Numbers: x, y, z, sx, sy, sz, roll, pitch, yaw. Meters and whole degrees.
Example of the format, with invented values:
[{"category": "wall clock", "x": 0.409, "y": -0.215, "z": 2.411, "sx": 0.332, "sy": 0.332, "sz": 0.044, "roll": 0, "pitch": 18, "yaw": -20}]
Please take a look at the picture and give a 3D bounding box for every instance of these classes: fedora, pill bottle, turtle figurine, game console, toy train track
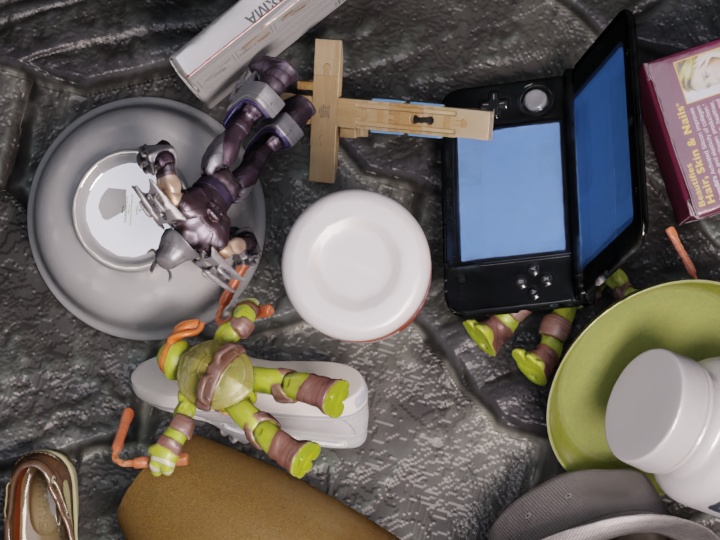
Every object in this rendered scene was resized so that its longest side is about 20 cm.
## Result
[{"category": "fedora", "x": 0.178, "y": 0.216, "z": 1.661, "sx": 0.199, "sy": 0.177, "sz": 0.091, "roll": -29, "pitch": 49, "yaw": 15}, {"category": "pill bottle", "x": 0.000, "y": 0.000, "z": 1.644, "sx": 0.111, "sy": 0.200, "sz": 0.113, "roll": 0, "pitch": 88, "yaw": 2}, {"category": "pill bottle", "x": 0.291, "y": 0.133, "z": 1.626, "sx": 0.199, "sy": 0.119, "sz": 0.120, "roll": 22, "pitch": 88, "yaw": -28}, {"category": "turtle figurine", "x": -0.093, "y": 0.080, "z": 1.627, "sx": 0.160, "sy": 0.065, "sz": 0.201, "roll": 22, "pitch": 64, "yaw": 23}, {"category": "game console", "x": 0.138, "y": -0.082, "z": 1.644, "sx": 0.175, "sy": 0.116, "sz": 0.201, "roll": -6, "pitch": 65, "yaw": 13}, {"category": "toy train track", "x": 0.016, "y": -0.126, "z": 1.716, "sx": 0.199, "sy": 0.032, "sz": 0.116, "roll": 7, "pitch": 99, "yaw": 23}, {"category": "turtle figurine", "x": 0.155, "y": 0.003, "z": 1.705, "sx": 0.200, "sy": 0.064, "sz": 0.161, "roll": 36, "pitch": 74, "yaw": 16}]

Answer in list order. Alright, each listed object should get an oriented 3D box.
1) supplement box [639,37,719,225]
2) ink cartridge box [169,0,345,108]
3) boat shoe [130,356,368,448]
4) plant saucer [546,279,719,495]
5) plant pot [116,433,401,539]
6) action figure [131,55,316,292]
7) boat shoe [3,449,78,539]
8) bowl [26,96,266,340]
[{"category": "supplement box", "x": 0.331, "y": -0.127, "z": 1.686, "sx": 0.199, "sy": 0.103, "sz": 0.132, "roll": -17, "pitch": 87, "yaw": 0}, {"category": "ink cartridge box", "x": -0.063, "y": -0.213, "z": 1.670, "sx": 0.200, "sy": 0.174, "sz": 0.044, "roll": -39, "pitch": 85, "yaw": 0}, {"category": "boat shoe", "x": -0.087, "y": 0.108, "z": 1.709, "sx": 0.198, "sy": 0.072, "sz": 0.069, "roll": 1, "pitch": 122, "yaw": 13}, {"category": "plant saucer", "x": 0.234, "y": 0.088, "z": 1.671, "sx": 0.199, "sy": 0.031, "sz": 0.201, "roll": -9, "pitch": 122, "yaw": -15}, {"category": "plant pot", "x": -0.090, "y": 0.228, "z": 1.660, "sx": 0.200, "sy": 0.186, "sz": 0.187, "roll": 39, "pitch": 89, "yaw": 16}, {"category": "action figure", "x": -0.107, "y": -0.069, "z": 1.648, "sx": 0.130, "sy": 0.069, "sz": 0.200, "roll": 54, "pitch": 56, "yaw": -33}, {"category": "boat shoe", "x": -0.256, "y": 0.247, "z": 1.704, "sx": 0.074, "sy": 0.075, "sz": 0.204, "roll": -10, "pitch": 87, "yaw": 2}, {"category": "bowl", "x": -0.178, "y": -0.045, "z": 1.709, "sx": 0.199, "sy": 0.090, "sz": 0.203, "roll": 0, "pitch": 88, "yaw": 3}]
